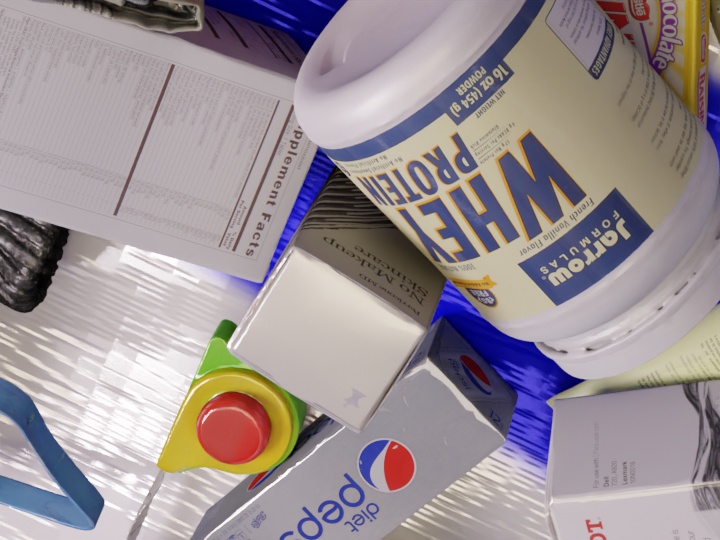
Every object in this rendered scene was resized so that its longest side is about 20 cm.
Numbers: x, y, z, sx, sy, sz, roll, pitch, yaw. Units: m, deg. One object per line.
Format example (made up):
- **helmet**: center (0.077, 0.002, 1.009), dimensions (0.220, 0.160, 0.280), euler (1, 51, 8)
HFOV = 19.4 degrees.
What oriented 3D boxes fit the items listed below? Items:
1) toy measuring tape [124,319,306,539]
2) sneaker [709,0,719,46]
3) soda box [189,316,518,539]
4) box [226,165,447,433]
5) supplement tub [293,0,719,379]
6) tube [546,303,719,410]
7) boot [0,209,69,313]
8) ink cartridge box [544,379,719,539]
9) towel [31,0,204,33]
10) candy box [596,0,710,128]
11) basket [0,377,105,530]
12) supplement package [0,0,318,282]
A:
- **toy measuring tape**: center (-0.080, 0.112, 1.210), dimensions (0.073, 0.074, 0.200), euler (24, 114, 0)
- **sneaker**: center (0.206, -0.178, 1.031), dimensions (0.077, 0.089, 0.200), euler (2, 112, 9)
- **soda box**: center (-0.006, 0.118, 1.201), dimensions (0.200, 0.063, 0.068), euler (-41, 99, 21)
- **box**: center (0.000, 0.000, 1.078), dimensions (0.082, 0.200, 0.068), euler (32, 112, -4)
- **supplement tub**: center (0.081, -0.058, 1.014), dimensions (0.145, 0.145, 0.200), euler (-36, 113, 21)
- **tube**: center (0.201, 0.045, 1.148), dimensions (0.200, 0.052, 0.058), euler (-37, 69, 25)
- **boot**: center (-0.221, -0.090, 1.146), dimensions (0.158, 0.079, 0.211), euler (18, 121, 7)
- **ink cartridge box**: center (0.210, 0.133, 1.138), dimensions (0.200, 0.084, 0.146), euler (-7, 130, 13)
- **towel**: center (-0.173, -0.181, 1.015), dimensions (0.192, 0.200, 0.035), euler (14, 122, -17)
- **candy box**: center (0.129, -0.120, 1.089), dimensions (0.102, 0.026, 0.200), euler (7, 114, 24)
- **basket**: center (-0.251, 0.083, 1.170), dimensions (0.200, 0.139, 0.176), euler (10, 152, 18)
- **supplement package**: center (-0.131, -0.086, 1.070), dimensions (0.200, 0.110, 0.114), euler (17, 107, -23)
